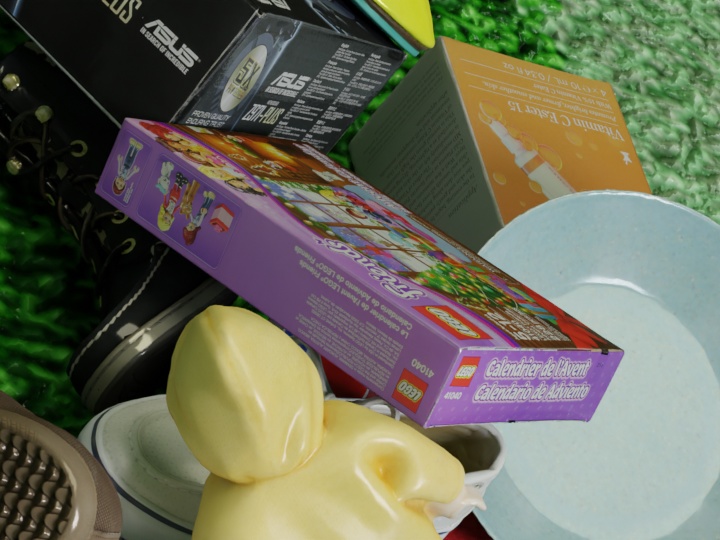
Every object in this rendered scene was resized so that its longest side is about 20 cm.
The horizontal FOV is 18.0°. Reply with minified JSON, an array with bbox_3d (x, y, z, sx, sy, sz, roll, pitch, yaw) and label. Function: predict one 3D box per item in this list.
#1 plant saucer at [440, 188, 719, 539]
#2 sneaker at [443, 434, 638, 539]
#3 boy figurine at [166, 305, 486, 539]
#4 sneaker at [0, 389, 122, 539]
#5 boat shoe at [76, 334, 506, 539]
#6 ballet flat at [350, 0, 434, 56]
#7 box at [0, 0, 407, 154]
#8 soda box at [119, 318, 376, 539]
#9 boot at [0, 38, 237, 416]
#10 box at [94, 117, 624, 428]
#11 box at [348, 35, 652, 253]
[{"bbox_3d":[0.122,0.063,1.068,0.199,0.039,0.203,5,74,-18],"label":"plant saucer"},{"bbox_3d":[0.092,0.105,1.106,0.199,0.085,0.077,11,46,-36],"label":"sneaker"},{"bbox_3d":[-0.018,0.101,0.865,0.201,0.124,0.064,56,-2,-21],"label":"boy figurine"},{"bbox_3d":[-0.177,0.057,0.863,0.199,0.071,0.076,33,-4,18],"label":"sneaker"},{"bbox_3d":[-0.018,0.072,0.929,0.201,0.086,0.075,11,48,-37],"label":"boat shoe"},{"bbox_3d":[-0.024,-0.192,1.127,0.200,0.067,0.067,39,8,-10],"label":"ballet flat"},{"bbox_3d":[-0.089,-0.135,1.102,0.164,0.086,0.200,45,14,16],"label":"box"},{"bbox_3d":[-0.048,0.073,1.026,0.070,0.063,0.200,47,37,3],"label":"soda box"},{"bbox_3d":[-0.125,-0.025,1.042,0.153,0.074,0.204,40,28,-1],"label":"boot"},{"bbox_3d":[0.000,0.000,0.975,0.199,0.039,0.136,34,17,30],"label":"box"},{"bbox_3d":[0.088,-0.008,1.204,0.124,0.098,0.201,11,47,-34],"label":"box"}]
